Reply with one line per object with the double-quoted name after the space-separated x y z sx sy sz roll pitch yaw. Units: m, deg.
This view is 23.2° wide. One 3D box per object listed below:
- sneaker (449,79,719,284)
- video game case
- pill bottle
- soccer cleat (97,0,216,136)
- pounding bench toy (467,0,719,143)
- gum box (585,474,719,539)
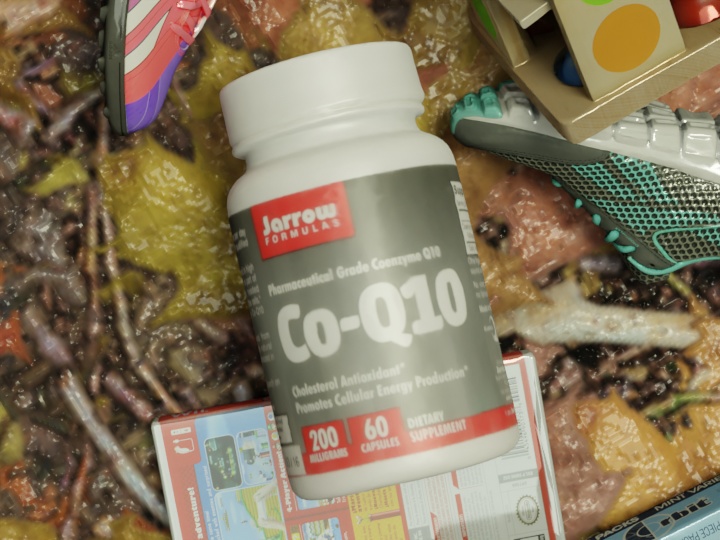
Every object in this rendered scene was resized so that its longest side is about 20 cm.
0.138 -0.038 0.870 0.200 0.078 0.091 14 110 3 "sneaker"
0.003 0.128 0.906 0.200 0.017 0.143 -10 96 -2 "video game case"
0.000 0.000 0.837 0.114 0.114 0.200 -14 87 -1 "pill bottle"
-0.085 -0.162 0.850 0.073 0.068 0.200 8 93 -8 "soccer cleat"
0.095 -0.180 0.833 0.124 0.200 0.156 -29 128 -1 "pounding bench toy"
0.195 0.212 0.902 0.170 0.045 0.200 -25 102 -2 "gum box"
